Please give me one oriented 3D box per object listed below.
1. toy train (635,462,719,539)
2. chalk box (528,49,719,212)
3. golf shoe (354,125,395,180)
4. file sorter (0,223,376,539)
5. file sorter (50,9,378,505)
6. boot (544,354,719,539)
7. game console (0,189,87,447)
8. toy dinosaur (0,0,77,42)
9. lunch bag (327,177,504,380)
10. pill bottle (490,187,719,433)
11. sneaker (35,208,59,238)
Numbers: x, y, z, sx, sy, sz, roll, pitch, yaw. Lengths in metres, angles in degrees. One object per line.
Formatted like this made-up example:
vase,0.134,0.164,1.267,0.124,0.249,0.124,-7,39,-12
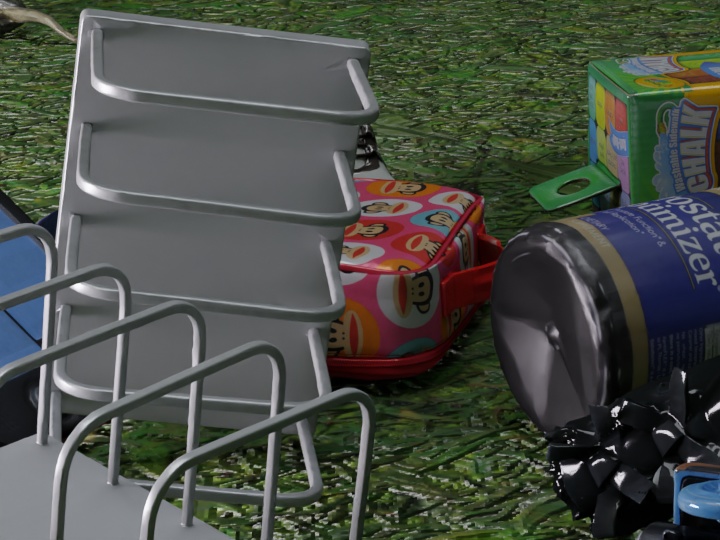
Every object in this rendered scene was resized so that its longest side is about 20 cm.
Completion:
toy train,0.207,0.118,0.968,0.199,0.087,0.114,4,8,31
chalk box,0.204,-0.065,1.528,0.199,0.125,0.125,-5,15,-7
golf shoe,-0.019,-0.071,1.658,0.077,0.095,0.200,-9,18,-24
file sorter,-0.108,0.080,1.011,0.199,0.125,0.138,25,30,34
file sorter,-0.072,-0.003,1.176,0.138,0.201,0.125,6,19,-8
boot,0.188,0.058,1.104,0.198,0.074,0.162,-8,-21,-46
game console,-0.205,0.013,1.311,0.200,0.031,0.177,44,33,12
toy dinosaur,-0.356,-0.248,2.448,0.088,0.048,0.200,-6,18,-34
lunch bag,0.000,0.000,1.420,0.175,0.082,0.200,2,16,16
pill bottle,0.175,0.016,1.273,0.199,0.112,0.112,-12,18,-27
sneaker,-0.102,-0.041,1.524,0.200,0.081,0.146,-30,9,-41
